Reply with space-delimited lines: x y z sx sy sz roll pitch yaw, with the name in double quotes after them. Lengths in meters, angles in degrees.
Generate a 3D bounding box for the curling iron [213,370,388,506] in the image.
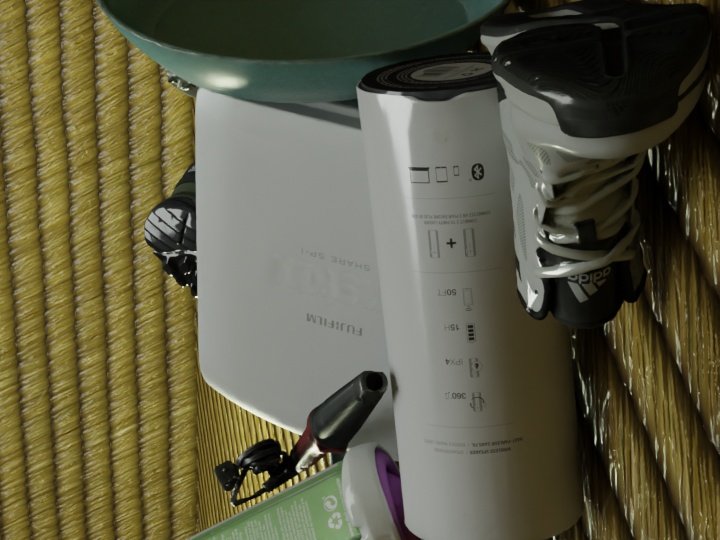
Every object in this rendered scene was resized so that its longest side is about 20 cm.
-0.022 0.078 0.962 0.026 0.049 0.200 62 155 5 "curling iron"

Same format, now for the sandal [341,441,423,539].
0.053 0.165 0.949 0.203 0.050 0.083 61 -166 -20 "sandal"

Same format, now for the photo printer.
0.000 0.000 0.994 0.069 0.165 0.201 -52 -29 -51 "photo printer"

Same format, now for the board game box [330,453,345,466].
0.006 0.131 1.299 0.200 0.028 0.136 38 -135 -84 "board game box"

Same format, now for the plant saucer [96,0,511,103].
-0.023 -0.125 0.964 0.200 0.199 0.036 -107 13 -59 "plant saucer"

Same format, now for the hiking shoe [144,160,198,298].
-0.031 0.002 1.135 0.200 0.075 0.101 54 -124 -40 "hiking shoe"

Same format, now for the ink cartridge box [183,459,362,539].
-0.044 0.168 1.062 0.145 0.199 0.048 32 -143 -52 "ink cartridge box"

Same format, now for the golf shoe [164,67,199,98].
-0.053 -0.088 1.209 0.097 0.078 0.201 -41 -66 -61 "golf shoe"

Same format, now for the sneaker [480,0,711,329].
0.089 -0.032 0.732 0.201 0.075 0.116 -95 -6 -79 "sneaker"

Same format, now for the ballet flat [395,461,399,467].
0.029 0.129 1.162 0.074 0.074 0.201 98 166 -53 "ballet flat"

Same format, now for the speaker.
0.048 0.014 0.877 0.081 0.081 0.201 -121 23 -73 "speaker"
